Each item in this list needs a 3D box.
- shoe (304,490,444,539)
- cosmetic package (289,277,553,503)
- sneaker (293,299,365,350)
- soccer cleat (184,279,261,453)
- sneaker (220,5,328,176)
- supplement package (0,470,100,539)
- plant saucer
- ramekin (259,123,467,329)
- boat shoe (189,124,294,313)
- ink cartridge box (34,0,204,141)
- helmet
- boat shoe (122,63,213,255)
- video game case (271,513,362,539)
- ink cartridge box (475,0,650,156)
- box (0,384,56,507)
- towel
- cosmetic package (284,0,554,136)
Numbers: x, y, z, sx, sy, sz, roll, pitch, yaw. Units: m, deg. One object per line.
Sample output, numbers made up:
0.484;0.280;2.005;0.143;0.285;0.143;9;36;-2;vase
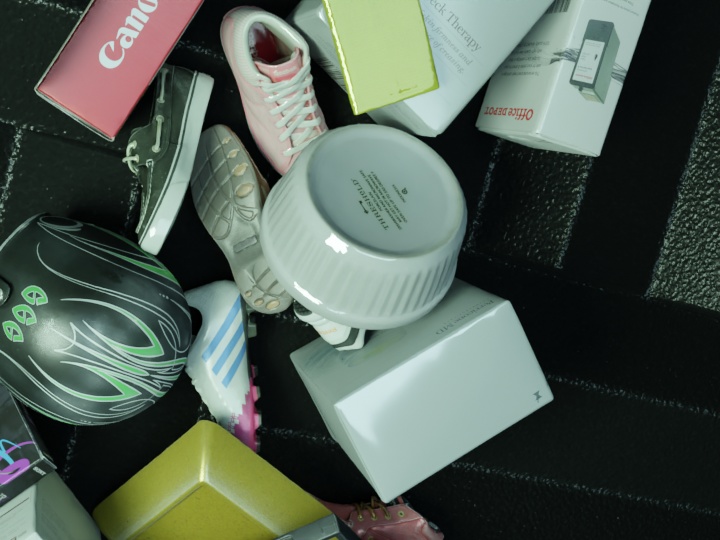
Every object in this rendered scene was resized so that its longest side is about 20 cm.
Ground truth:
0.005;0.282;1.102;0.200;0.071;0.091;40;86;-24;shoe
0.056;0.109;1.014;0.199;0.200;0.123;-30;107;-10;cosmetic package
0.000;0.000;1.018;0.080;0.074;0.200;54;49;-28;sneaker
-0.150;0.110;1.028;0.086;0.070;0.201;-4;96;-6;soccer cleat
-0.077;-0.170;0.975;0.075;0.105;0.201;-29;108;-12;sneaker
-0.325;0.280;0.929;0.117;0.200;0.117;-35;108;-8;supplement package
-0.153;0.276;1.015;0.200;0.049;0.200;42;116;-19;plant saucer
0.011;-0.051;0.935;0.202;0.094;0.203;10;55;-14;ramekin
-0.116;-0.053;1.004;0.075;0.072;0.201;-19;91;18;boat shoe
-0.209;-0.223;0.887;0.084;0.176;0.200;33;90;-19;ink cartridge box
-0.257;0.054;0.926;0.190;0.200;0.200;32;90;-2;helmet
-0.195;-0.111;0.942;0.063;0.071;0.201;17;63;-17;boat shoe
-0.074;0.324;1.003;0.180;0.026;0.200;-24;144;5;video game case
0.214;-0.230;1.029;0.084;0.145;0.201;16;95;-20;ink cartridge box
-0.406;0.189;0.929;0.200;0.143;0.036;-35;149;-7;box
0.006;-0.246;0.860;0.086;0.018;0.201;-18;104;-6;towel
0.057;-0.263;0.965;0.167;0.166;0.200;42;86;-18;cosmetic package
